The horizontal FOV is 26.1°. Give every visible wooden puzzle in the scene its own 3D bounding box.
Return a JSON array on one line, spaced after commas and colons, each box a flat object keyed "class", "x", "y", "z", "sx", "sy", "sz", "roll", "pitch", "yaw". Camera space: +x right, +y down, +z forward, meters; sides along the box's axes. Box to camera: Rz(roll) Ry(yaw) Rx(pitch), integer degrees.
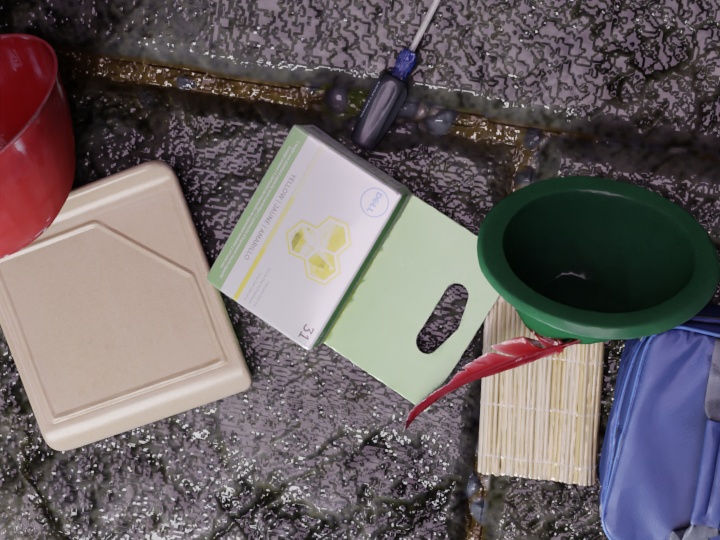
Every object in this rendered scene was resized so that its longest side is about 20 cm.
[{"class": "wooden puzzle", "x": -0.201, "y": 0.030, "z": 1.258, "sx": 0.184, "sy": 0.037, "sz": 0.201, "roll": -19, "pitch": 99, "yaw": 12}]

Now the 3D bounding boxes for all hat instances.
[{"class": "hat", "x": 0.158, "y": 0.045, "z": 1.169, "sx": 0.199, "sy": 0.166, "sz": 0.177, "roll": 21, "pitch": 136, "yaw": 21}]

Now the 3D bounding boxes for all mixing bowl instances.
[{"class": "mixing bowl", "x": -0.295, "y": -0.078, "z": 1.194, "sx": 0.199, "sy": 0.201, "sz": 0.109, "roll": -19, "pitch": 129, "yaw": 12}]

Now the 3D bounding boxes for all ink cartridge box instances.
[{"class": "ink cartridge box", "x": 0.000, "y": 0.000, "z": 1.202, "sx": 0.199, "sy": 0.048, "sz": 0.146, "roll": 34, "pitch": 102, "yaw": 10}]

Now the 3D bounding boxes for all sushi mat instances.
[{"class": "sushi mat", "x": 0.142, "y": 0.066, "z": 1.210, "sx": 0.095, "sy": 0.012, "sz": 0.202, "roll": 4, "pitch": 100, "yaw": 10}]

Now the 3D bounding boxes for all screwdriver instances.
[{"class": "screwdriver", "x": 0.046, "y": -0.182, "z": 1.181, "sx": 0.028, "sy": 0.029, "sz": 0.201, "roll": 28, "pitch": 103, "yaw": 4}]

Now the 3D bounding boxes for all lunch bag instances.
[{"class": "lunch bag", "x": 0.248, "y": 0.128, "z": 1.140, "sx": 0.135, "sy": 0.132, "sz": 0.202, "roll": 11, "pitch": 100, "yaw": 8}]
